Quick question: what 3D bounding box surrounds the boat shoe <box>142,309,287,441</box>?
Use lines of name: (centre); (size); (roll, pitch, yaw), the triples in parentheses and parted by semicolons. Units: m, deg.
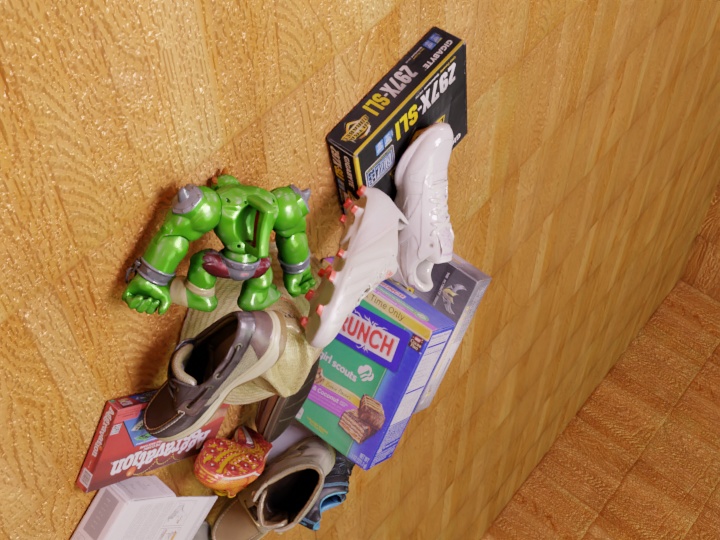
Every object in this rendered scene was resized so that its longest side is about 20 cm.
boat shoe: (-0.154, 0.094, 0.896); (0.064, 0.074, 0.199); (24, 125, -41)

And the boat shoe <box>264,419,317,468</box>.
boat shoe: (-0.103, 0.264, 1.271); (0.203, 0.071, 0.068); (-63, 161, 4)

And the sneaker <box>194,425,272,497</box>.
sneaker: (-0.151, 0.239, 1.107); (0.078, 0.072, 0.200); (-60, 170, 0)

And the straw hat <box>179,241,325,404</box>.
straw hat: (-0.090, 0.080, 0.979); (0.198, 0.085, 0.205); (-18, 127, -25)

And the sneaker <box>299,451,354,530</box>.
sneaker: (-0.040, 0.317, 1.439); (0.200, 0.081, 0.074); (-41, 150, -34)

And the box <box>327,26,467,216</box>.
box: (0.049, -0.156, 1.083); (0.200, 0.049, 0.161); (-47, 152, -21)

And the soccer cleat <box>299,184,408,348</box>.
soccer cleat: (0.000, 0.000, 0.974); (0.069, 0.077, 0.203); (-34, -152, 52)

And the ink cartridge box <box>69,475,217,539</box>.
ink cartridge box: (-0.271, 0.329, 1.063); (0.202, 0.044, 0.176); (-59, 155, 4)

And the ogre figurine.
ogre figurine: (-0.114, -0.023, 0.864); (0.196, 0.099, 0.122); (8, 118, -23)

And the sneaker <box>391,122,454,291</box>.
sneaker: (0.080, -0.069, 1.070); (0.074, 0.099, 0.203); (-23, 139, -47)

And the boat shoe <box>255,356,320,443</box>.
boat shoe: (-0.089, 0.106, 1.118); (0.072, 0.067, 0.203); (-19, 135, -66)

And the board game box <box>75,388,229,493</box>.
board game box: (-0.213, 0.170, 1.014); (0.199, 0.019, 0.104); (-8, 127, -60)

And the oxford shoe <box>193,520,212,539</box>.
oxford shoe: (-0.208, 0.392, 1.244); (0.075, 0.057, 0.202); (-40, 149, -27)

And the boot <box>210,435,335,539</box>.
boot: (-0.117, 0.291, 1.154); (0.199, 0.072, 0.155); (-40, 180, 3)

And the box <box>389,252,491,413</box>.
box: (0.060, 0.057, 1.225); (0.048, 0.157, 0.203); (-10, 129, -57)

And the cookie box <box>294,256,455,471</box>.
cookie box: (-0.003, 0.110, 1.158); (0.075, 0.170, 0.203); (-12, 130, -61)
